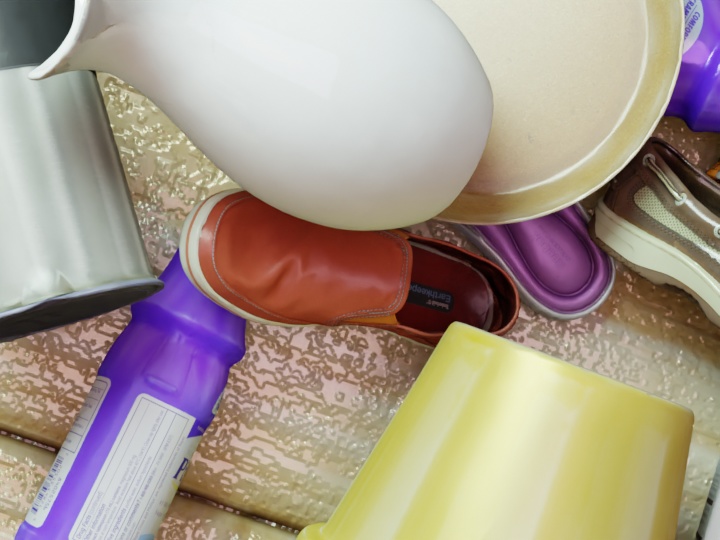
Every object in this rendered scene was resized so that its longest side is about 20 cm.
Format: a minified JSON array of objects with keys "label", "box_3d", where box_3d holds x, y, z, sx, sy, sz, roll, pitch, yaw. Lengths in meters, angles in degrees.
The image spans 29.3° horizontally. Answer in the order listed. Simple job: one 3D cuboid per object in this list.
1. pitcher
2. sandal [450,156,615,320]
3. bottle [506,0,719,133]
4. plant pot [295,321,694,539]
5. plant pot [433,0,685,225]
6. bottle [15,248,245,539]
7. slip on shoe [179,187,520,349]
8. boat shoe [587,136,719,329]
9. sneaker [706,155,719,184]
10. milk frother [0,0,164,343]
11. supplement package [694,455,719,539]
[{"label":"pitcher","box_3d":[-0.041,-0.115,0.647,0.200,0.121,0.172,23,46,-25]},{"label":"sandal","box_3d":[0.072,-0.055,0.759,0.203,0.050,0.083,41,82,-12]},{"label":"bottle","box_3d":[0.154,-0.129,0.749,0.200,0.065,0.084,33,87,14]},{"label":"plant pot","box_3d":[0.071,0.134,0.682,0.200,0.201,0.189,20,89,-4]},{"label":"plant pot","box_3d":[0.066,-0.123,0.717,0.199,0.027,0.201,0,88,10]},{"label":"bottle","box_3d":[-0.112,0.075,0.724,0.065,0.084,0.200,26,78,-6]},{"label":"slip on shoe","box_3d":[0.000,0.000,0.718,0.200,0.061,0.074,16,77,-30]},{"label":"boat shoe","box_3d":[0.211,-0.004,0.706,0.202,0.075,0.075,34,115,26]},{"label":"sneaker","box_3d":[0.246,-0.074,0.776,0.079,0.074,0.201,21,86,1]},{"label":"milk frother","box_3d":[-0.134,-0.076,0.689,0.199,0.181,0.189,-16,87,0]},{"label":"supplement package","box_3d":[0.231,0.166,0.731,0.113,0.110,0.200,18,87,15]}]
